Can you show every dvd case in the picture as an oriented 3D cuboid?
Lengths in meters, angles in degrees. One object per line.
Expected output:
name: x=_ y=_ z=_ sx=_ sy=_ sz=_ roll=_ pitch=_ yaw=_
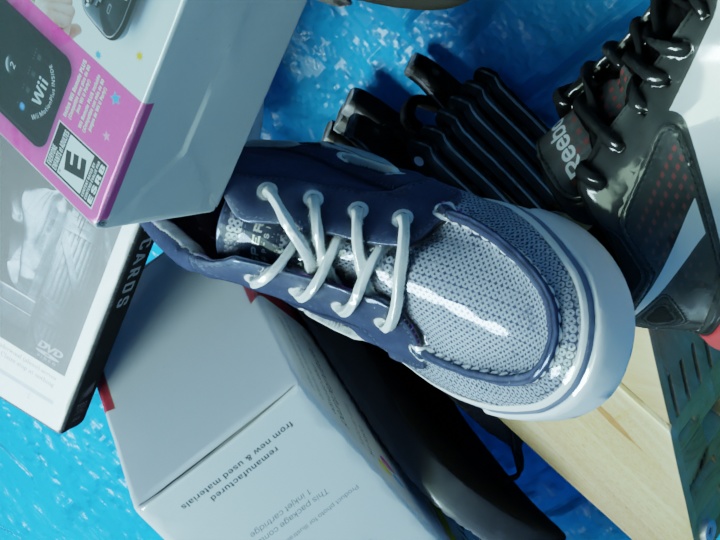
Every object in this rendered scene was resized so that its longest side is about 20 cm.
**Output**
dvd case: x=-0.140 y=-0.057 z=0.855 sx=0.150 sy=0.025 sz=0.201 roll=30 pitch=114 yaw=14

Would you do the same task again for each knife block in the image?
knife block: x=0.061 y=0.014 z=0.878 sx=0.175 sy=0.064 sz=0.201 roll=11 pitch=133 yaw=36

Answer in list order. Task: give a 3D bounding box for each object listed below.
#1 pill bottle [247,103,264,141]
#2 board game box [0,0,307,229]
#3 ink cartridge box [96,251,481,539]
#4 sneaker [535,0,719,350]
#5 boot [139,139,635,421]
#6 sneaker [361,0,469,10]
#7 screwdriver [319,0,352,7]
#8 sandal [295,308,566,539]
pill bottle: x=-0.142 y=-0.076 z=0.936 sx=0.199 sy=0.112 sz=0.113 roll=10 pitch=132 yaw=36
board game box: x=-0.104 y=-0.133 z=0.725 sx=0.200 sy=0.064 sz=0.148 roll=43 pitch=123 yaw=28
ink cartridge box: x=-0.019 y=0.095 z=0.923 sx=0.200 sy=0.083 sz=0.146 roll=50 pitch=-174 yaw=-33
sneaker: x=0.110 y=-0.058 z=0.723 sx=0.097 sy=0.071 sz=0.202 roll=2 pitch=125 yaw=-5
boot: x=0.000 y=0.000 z=0.745 sx=0.200 sy=0.090 sz=0.073 roll=23 pitch=105 yaw=54
sneaker: x=-0.033 y=-0.165 z=0.776 sx=0.199 sy=0.071 sz=0.076 roll=28 pitch=130 yaw=-4
screwdriver: x=-0.063 y=-0.121 z=0.856 sx=0.199 sy=0.028 sz=0.029 roll=26 pitch=166 yaw=43
sandal: x=0.020 y=0.036 z=0.905 sx=0.043 sy=0.076 sz=0.201 roll=-42 pitch=71 yaw=13
